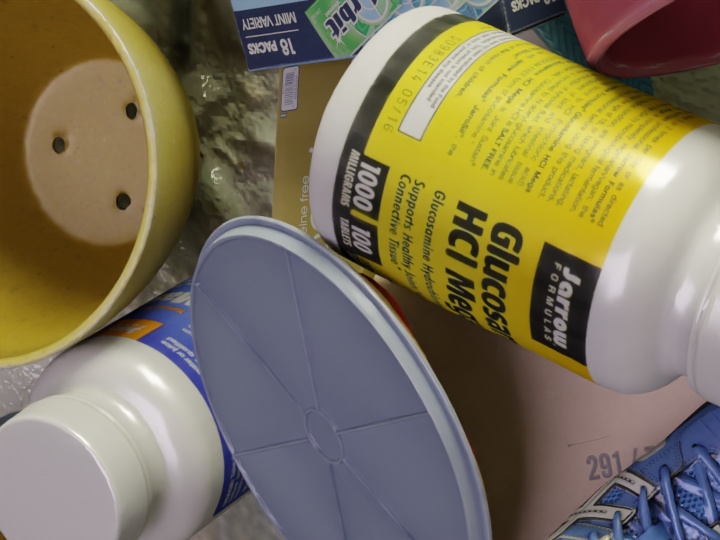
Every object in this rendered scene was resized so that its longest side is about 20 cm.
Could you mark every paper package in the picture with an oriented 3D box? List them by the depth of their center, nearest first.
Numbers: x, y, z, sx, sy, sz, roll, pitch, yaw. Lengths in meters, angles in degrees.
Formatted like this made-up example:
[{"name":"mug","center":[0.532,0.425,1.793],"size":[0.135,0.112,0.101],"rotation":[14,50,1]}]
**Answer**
[{"name":"paper package","center":[0.128,0.063,1.092],"size":[0.199,0.103,0.192],"rotation":[-16,86,21]}]

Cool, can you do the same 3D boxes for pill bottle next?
[{"name":"pill bottle","center":[0.087,-0.021,0.990],"size":[0.199,0.112,0.113],"rotation":[26,120,27]},{"name":"pill bottle","center":[-0.097,0.074,1.248],"size":[0.111,0.200,0.113],"rotation":[12,114,28]}]

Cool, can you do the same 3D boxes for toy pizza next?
[{"name":"toy pizza","center":[-0.005,0.065,1.072],"size":[0.200,0.032,0.201],"rotation":[38,144,35]}]

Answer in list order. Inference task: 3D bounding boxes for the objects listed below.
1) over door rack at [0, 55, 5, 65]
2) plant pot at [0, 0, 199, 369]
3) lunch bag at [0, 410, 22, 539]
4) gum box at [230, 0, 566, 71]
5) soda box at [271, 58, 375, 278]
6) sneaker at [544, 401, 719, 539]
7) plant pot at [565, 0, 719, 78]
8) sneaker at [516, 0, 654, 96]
[{"name":"over door rack","center":[-0.208,-0.213,1.292],"size":[0.148,0.067,0.201],"rotation":[40,124,15]},{"name":"plant pot","center":[-0.159,-0.058,1.260],"size":[0.199,0.142,0.202],"rotation":[2,96,23]},{"name":"lunch bag","center":[-0.215,0.200,1.421],"size":[0.170,0.127,0.200],"rotation":[55,133,6]},{"name":"gum box","center":[-0.007,-0.196,1.091],"size":[0.169,0.044,0.201],"rotation":[-2,108,46]},{"name":"soda box","center":[0.000,0.000,1.186],"size":[0.064,0.067,0.202],"rotation":[-4,80,42]},{"name":"sneaker","center":[0.118,0.119,1.002],"size":[0.076,0.077,0.200],"rotation":[45,103,15]},{"name":"plant pot","center":[0.158,-0.196,1.001],"size":[0.199,0.199,0.180],"rotation":[-25,78,37]},{"name":"sneaker","center":[0.047,-0.127,1.157],"size":[0.081,0.076,0.201],"rotation":[-40,83,38]}]
